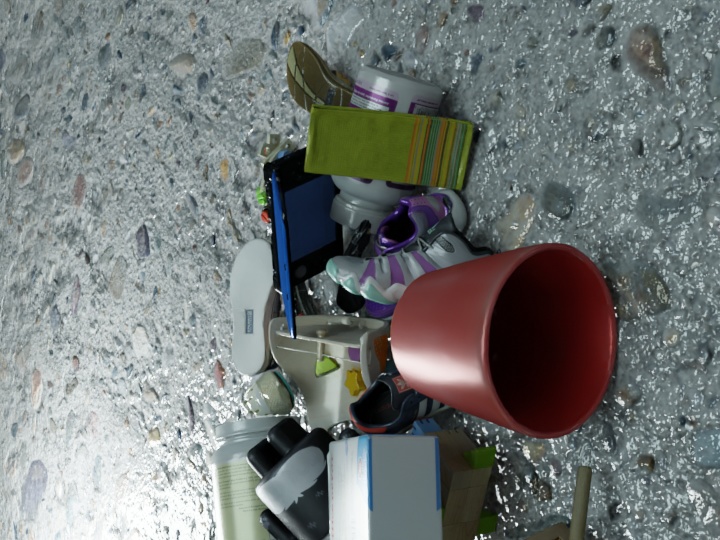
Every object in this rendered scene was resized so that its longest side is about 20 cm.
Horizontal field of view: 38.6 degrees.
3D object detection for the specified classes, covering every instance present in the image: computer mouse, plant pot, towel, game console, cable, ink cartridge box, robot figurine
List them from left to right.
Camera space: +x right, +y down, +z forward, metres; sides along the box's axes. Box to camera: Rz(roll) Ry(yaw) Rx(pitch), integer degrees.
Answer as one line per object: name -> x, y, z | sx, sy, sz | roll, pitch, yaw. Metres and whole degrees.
cable -> -0.095, 0.050, 1.486 | 0.097, 0.050, 0.200 | 129, 131, -62
game console -> -0.061, -0.043, 1.334 | 0.118, 0.171, 0.200 | 33, 138, 38
robot figurine -> -0.053, 0.284, 1.324 | 0.200, 0.125, 0.150 | 45, 143, 6
computer mouse -> 0.000, 0.000, 1.331 | 0.034, 0.059, 0.200 | 34, 154, 13
ink cartridge box -> 0.023, 0.260, 1.149 | 0.200, 0.084, 0.145 | 143, 128, -72
towel -> 0.034, -0.150, 1.253 | 0.018, 0.199, 0.086 | -107, 24, -74
plant pot -> 0.139, 0.070, 1.087 | 0.177, 0.200, 0.201 | 0, 86, 51

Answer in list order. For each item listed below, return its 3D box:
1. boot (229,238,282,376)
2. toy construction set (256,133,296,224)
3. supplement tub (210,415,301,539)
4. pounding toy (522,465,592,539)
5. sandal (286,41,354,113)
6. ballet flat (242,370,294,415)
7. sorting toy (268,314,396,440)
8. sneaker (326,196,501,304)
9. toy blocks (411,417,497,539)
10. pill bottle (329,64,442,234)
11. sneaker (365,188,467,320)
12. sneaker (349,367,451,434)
boot -> -0.147, 0.053, 1.518 | 0.073, 0.090, 0.201 | 7, 92, 16
toy construction set -> -0.099, -0.131, 1.487 | 0.200, 0.092, 0.131 | 28, 133, 57
supplement tub -> -0.133, 0.313, 1.439 | 0.145, 0.145, 0.200 | -24, 68, 47
pounding toy -> 0.188, 0.336, 1.025 | 0.184, 0.200, 0.142 | 54, 154, 39
sandal -> -0.037, -0.252, 1.461 | 0.200, 0.054, 0.080 | 43, 125, 28
ballet flat -> -0.134, 0.184, 1.458 | 0.068, 0.062, 0.200 | 59, 168, 5
sorting toy -> -0.020, 0.155, 1.364 | 0.200, 0.107, 0.181 | 5, 99, 49
sneaker -> 0.069, -0.025, 1.219 | 0.078, 0.200, 0.140 | -82, 8, -80
toy blocks -> 0.087, 0.255, 1.219 | 0.137, 0.100, 0.200 | -131, 42, -53
pill bottle -> 0.026, -0.153, 1.318 | 0.112, 0.112, 0.200 | 33, 111, 47
sneaker -> 0.048, -0.022, 1.298 | 0.081, 0.088, 0.200 | 56, 128, 36
sneaker -> 0.072, 0.133, 1.215 | 0.200, 0.084, 0.075 | -40, 57, 13
